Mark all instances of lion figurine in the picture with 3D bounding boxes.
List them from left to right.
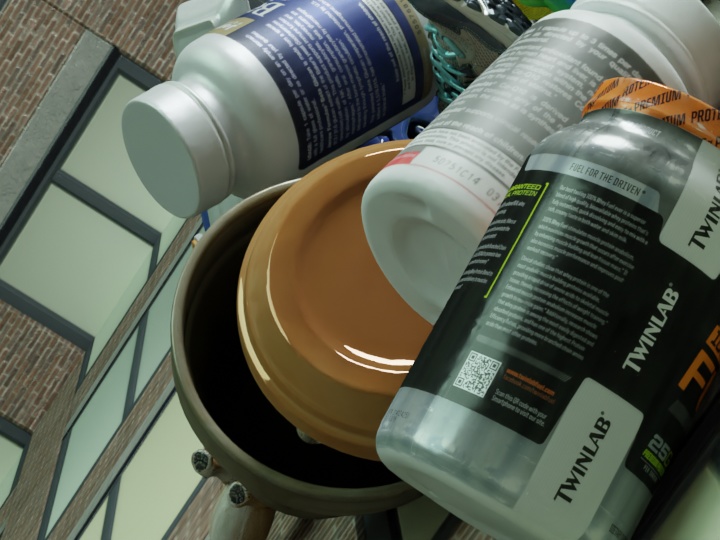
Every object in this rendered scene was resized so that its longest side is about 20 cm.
[{"bbox_3d":[-0.085,0.185,1.328,0.201,0.072,0.122,-63,-23,10],"label":"lion figurine"}]

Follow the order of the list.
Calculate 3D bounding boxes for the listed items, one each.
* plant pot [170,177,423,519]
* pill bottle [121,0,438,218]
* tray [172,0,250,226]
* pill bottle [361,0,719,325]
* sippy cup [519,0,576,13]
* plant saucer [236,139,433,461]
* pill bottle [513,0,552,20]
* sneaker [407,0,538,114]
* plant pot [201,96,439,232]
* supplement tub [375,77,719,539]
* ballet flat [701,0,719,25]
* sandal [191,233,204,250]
[{"bbox_3d":[-0.021,0.070,1.137,0.174,0.198,0.201,110,-174,-63],"label":"plant pot"},{"bbox_3d":[-0.052,-0.114,1.206,0.199,0.112,0.111,-32,-3,-30],"label":"pill bottle"},{"bbox_3d":[-0.093,-0.092,1.309,0.107,0.022,0.202,-3,99,61],"label":"tray"},{"bbox_3d":[0.103,-0.062,0.977,0.200,0.114,0.114,-44,5,-26],"label":"pill bottle"},{"bbox_3d":[0.179,-0.234,1.194,0.131,0.176,0.141,-55,-30,-52],"label":"sippy cup"},{"bbox_3d":[0.027,0.007,1.030,0.038,0.198,0.201,77,-145,-58],"label":"plant saucer"},{"bbox_3d":[0.099,-0.236,1.354,0.113,0.112,0.200,-57,-19,1],"label":"pill bottle"},{"bbox_3d":[0.080,-0.126,1.196,0.086,0.199,0.078,-44,52,13],"label":"sneaker"},{"bbox_3d":[0.002,-0.082,1.394,0.200,0.179,0.201,-39,21,55],"label":"plant pot"},{"bbox_3d":[0.102,0.023,0.837,0.201,0.122,0.122,-61,12,-10],"label":"supplement tub"},{"bbox_3d":[0.206,-0.143,1.009,0.070,0.069,0.200,-62,8,-20],"label":"ballet flat"},{"bbox_3d":[-0.104,0.077,1.408,0.059,0.209,0.079,-21,8,-8],"label":"sandal"}]
